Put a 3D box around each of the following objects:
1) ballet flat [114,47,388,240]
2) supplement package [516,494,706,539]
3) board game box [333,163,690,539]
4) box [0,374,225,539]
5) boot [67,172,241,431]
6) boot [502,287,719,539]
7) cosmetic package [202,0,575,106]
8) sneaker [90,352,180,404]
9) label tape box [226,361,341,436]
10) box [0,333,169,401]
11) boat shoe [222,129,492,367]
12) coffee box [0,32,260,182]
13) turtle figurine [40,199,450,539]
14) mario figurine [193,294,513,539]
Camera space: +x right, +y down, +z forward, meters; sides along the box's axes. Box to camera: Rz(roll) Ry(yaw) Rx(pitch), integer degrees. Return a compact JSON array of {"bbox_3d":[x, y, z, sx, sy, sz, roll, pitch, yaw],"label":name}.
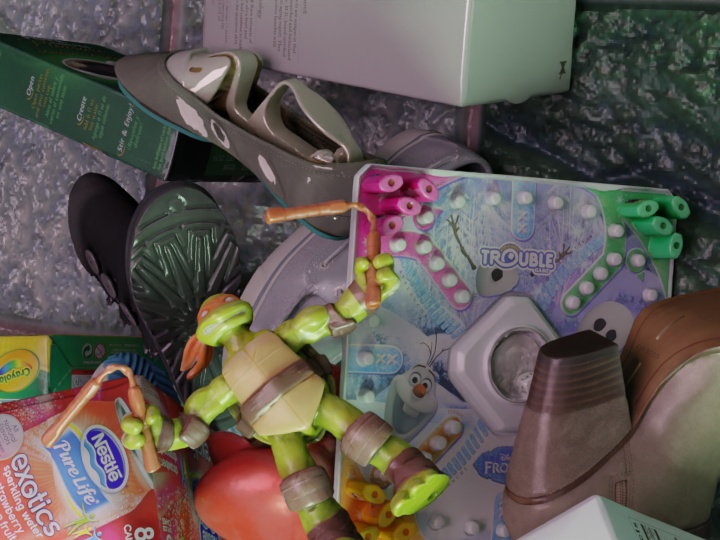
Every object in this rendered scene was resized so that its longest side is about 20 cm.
[{"bbox_3d":[-0.060,-0.092,1.189,0.200,0.067,0.064,37,123,27],"label":"ballet flat"},{"bbox_3d":[0.128,0.225,1.005,0.152,0.200,0.151,-33,56,23],"label":"supplement package"},{"bbox_3d":[0.084,0.050,1.097,0.026,0.200,0.200,5,91,63],"label":"board game box"},{"bbox_3d":[-0.131,0.131,1.137,0.095,0.200,0.100,-11,73,7],"label":"box"},{"bbox_3d":[-0.129,-0.015,1.267,0.200,0.066,0.165,-129,26,-56],"label":"boot"},{"bbox_3d":[0.165,0.094,1.080,0.070,0.200,0.146,-132,34,-65],"label":"boot"},{"bbox_3d":[0.015,-0.152,1.208,0.200,0.108,0.085,13,106,36],"label":"cosmetic package"},{"bbox_3d":[-0.158,0.143,1.325,0.081,0.076,0.200,21,121,39],"label":"sneaker"},{"bbox_3d":[-0.003,0.125,1.234,0.200,0.063,0.144,-33,68,13],"label":"label tape box"},{"bbox_3d":[-0.239,0.066,1.393,0.200,0.117,0.048,0,87,38],"label":"box"},{"bbox_3d":[0.001,0.000,1.190,0.201,0.070,0.072,-50,34,-14],"label":"boat shoe"},{"bbox_3d":[-0.149,-0.104,1.329,0.200,0.123,0.044,24,105,34],"label":"coffee box"},{"bbox_3d":[-0.043,0.072,1.026,0.200,0.064,0.161,-35,73,-8],"label":"turtle figurine"},{"bbox_3d":[-0.009,0.073,1.126,0.123,0.200,0.106,58,161,-4],"label":"mario figurine"}]
